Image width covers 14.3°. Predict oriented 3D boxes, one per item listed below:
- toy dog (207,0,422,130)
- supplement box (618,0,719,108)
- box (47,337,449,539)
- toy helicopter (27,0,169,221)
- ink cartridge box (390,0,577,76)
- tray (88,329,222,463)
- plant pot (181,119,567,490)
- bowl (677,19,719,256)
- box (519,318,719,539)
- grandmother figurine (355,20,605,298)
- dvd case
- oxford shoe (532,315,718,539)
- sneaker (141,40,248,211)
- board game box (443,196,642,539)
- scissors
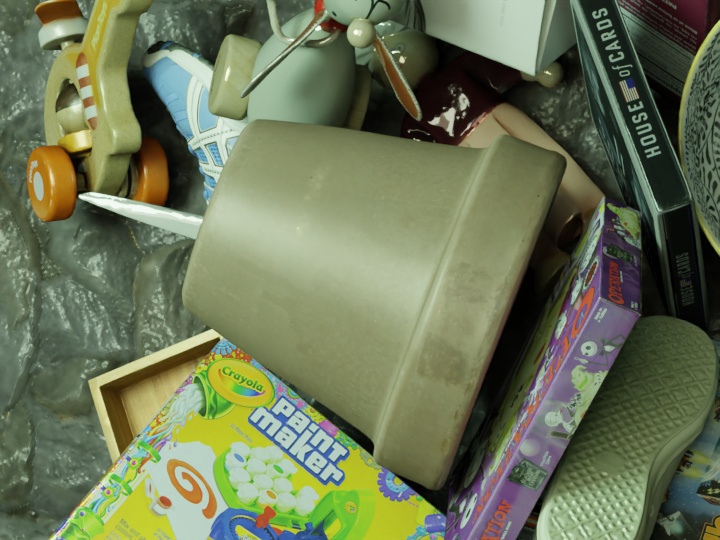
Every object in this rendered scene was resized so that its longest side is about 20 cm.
[{"bbox_3d":[-0.029,-0.104,1.627,0.132,0.200,0.097,3,70,4],"label":"toy dog"},{"bbox_3d":[0.191,-0.190,1.578,0.086,0.200,0.110,37,69,22],"label":"supplement box"},{"bbox_3d":[-0.059,0.181,1.641,0.200,0.122,0.193,39,81,11],"label":"box"},{"bbox_3d":[-0.159,-0.132,1.748,0.200,0.079,0.132,112,143,-46],"label":"toy helicopter"},{"bbox_3d":[0.056,-0.204,1.668,0.200,0.146,0.084,24,127,22],"label":"ink cartridge box"},{"bbox_3d":[-0.089,0.144,1.748,0.098,0.037,0.200,-23,75,17],"label":"tray"},{"bbox_3d":[0.000,0.000,1.579,0.174,0.200,0.201,21,91,2],"label":"plant pot"},{"bbox_3d":[0.256,-0.060,1.590,0.200,0.094,0.201,2,81,-13],"label":"bowl"},{"bbox_3d":[0.196,0.109,1.592,0.200,0.040,0.137,17,62,12],"label":"box"},{"bbox_3d":[0.071,-0.084,1.703,0.121,0.061,0.200,-44,73,2],"label":"grandmother figurine"},{"bbox_3d":[0.154,-0.063,1.582,0.025,0.200,0.151,-19,68,1],"label":"dvd case"},{"bbox_3d":[0.139,0.101,1.547,0.075,0.058,0.200,18,48,10],"label":"oxford shoe"},{"bbox_3d":[-0.072,-0.062,1.744,0.077,0.076,0.200,-46,70,7],"label":"sneaker"},{"bbox_3d":[0.095,0.070,1.525,0.032,0.120,0.200,22,117,-10],"label":"board game box"},{"bbox_3d":[-0.071,-0.013,1.707,0.199,0.014,0.073,0,105,12],"label":"scissors"}]
